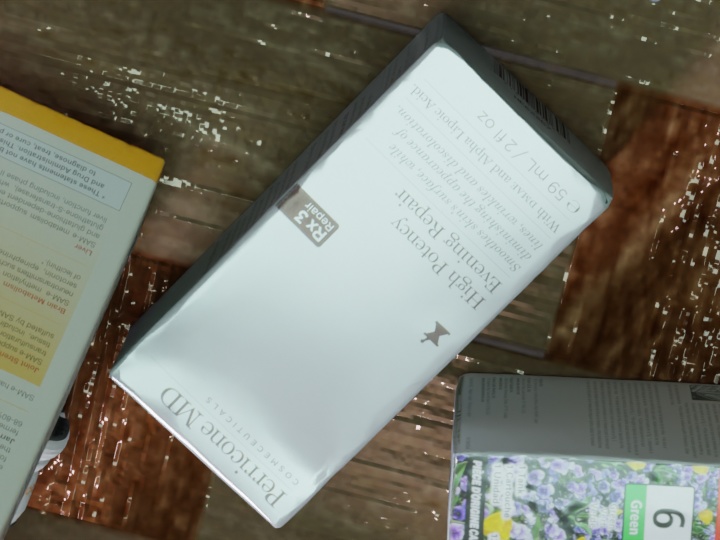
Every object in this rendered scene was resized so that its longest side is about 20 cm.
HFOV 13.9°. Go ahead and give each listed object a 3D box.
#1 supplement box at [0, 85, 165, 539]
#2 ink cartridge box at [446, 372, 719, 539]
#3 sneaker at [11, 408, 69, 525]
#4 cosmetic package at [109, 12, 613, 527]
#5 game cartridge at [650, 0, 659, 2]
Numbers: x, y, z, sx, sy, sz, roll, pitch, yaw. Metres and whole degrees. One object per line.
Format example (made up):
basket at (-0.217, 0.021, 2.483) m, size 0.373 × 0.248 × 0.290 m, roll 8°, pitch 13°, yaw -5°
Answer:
supplement box at (-0.175, 0.026, 1.185) m, size 0.125 × 0.074 × 0.201 m, roll 25°, pitch 65°, yaw -3°
ink cartridge box at (0.136, 0.085, 1.217) m, size 0.199 × 0.109 × 0.051 m, roll 3°, pitch 105°, yaw 3°
sneaker at (-0.228, 0.060, 1.253) m, size 0.199 × 0.074 × 0.080 m, roll 25°, pitch 109°, yaw -2°
cosmetic package at (0.000, 0.000, 1.222) m, size 0.102 × 0.074 × 0.200 m, roll 42°, pitch 102°, yaw -7°
game cartridge at (0.090, -0.213, 1.178) m, size 0.133 × 0.040 × 0.200 m, roll -40°, pitch 99°, yaw 9°
